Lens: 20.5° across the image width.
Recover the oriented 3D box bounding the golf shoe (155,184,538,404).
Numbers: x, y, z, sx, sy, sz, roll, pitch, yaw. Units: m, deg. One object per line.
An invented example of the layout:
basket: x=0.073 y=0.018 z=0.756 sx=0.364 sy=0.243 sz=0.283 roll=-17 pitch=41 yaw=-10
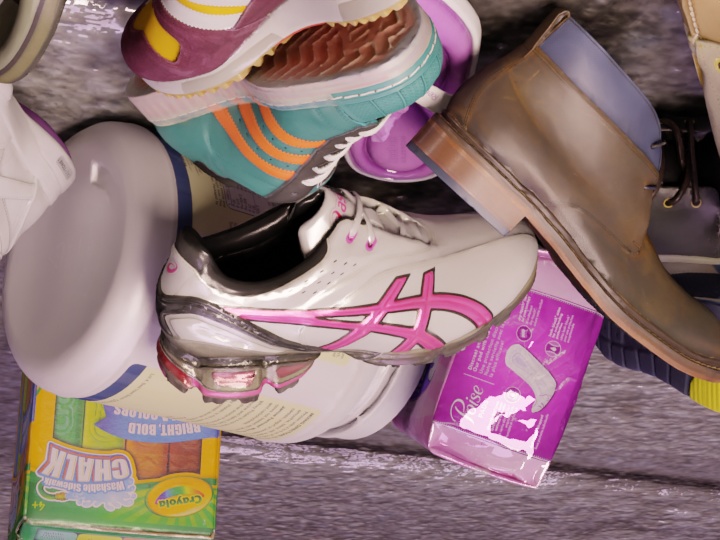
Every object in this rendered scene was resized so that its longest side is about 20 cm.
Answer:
golf shoe: x=0.000 y=0.000 z=0.950 sx=0.200 sy=0.073 sz=0.092 roll=-15 pitch=135 yaw=-22

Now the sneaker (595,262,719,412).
sneaker: x=0.184 y=0.019 z=1.085 sx=0.082 sy=0.074 sz=0.200 roll=-13 pitch=-154 yaw=-22

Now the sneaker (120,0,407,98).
sneaker: x=-0.051 y=-0.135 z=0.803 sx=0.090 sy=0.075 sz=0.200 roll=40 pitch=146 yaw=-25

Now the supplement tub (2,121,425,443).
supplement tub: x=-0.073 y=0.013 z=1.066 sx=0.200 sy=0.145 sz=0.145 roll=17 pitch=154 yaw=-37

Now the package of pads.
package of pads: x=0.074 y=0.049 z=1.113 sx=0.075 sy=0.121 sz=0.200 roll=20 pitch=178 yaw=-4

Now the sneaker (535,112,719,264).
sneaker: x=0.151 y=-0.047 z=0.997 sx=0.200 sy=0.075 sz=0.106 roll=-13 pitch=158 yaw=35

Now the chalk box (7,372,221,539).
chalk box: x=-0.161 y=0.129 z=1.295 sx=0.124 sy=0.201 sz=0.124 roll=5 pitch=159 yaw=-13

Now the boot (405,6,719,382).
boot: x=0.125 y=-0.032 z=0.935 sx=0.200 sy=0.097 sz=0.075 roll=38 pitch=-174 yaw=-22

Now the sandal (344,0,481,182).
sandal: x=0.020 y=-0.082 z=0.946 sx=0.082 sy=0.050 sz=0.203 roll=-4 pitch=157 yaw=7

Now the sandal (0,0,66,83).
sandal: x=-0.128 y=-0.147 z=0.767 sx=0.057 sy=0.080 sz=0.201 roll=21 pitch=150 yaw=-5

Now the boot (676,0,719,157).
boot: x=0.181 y=-0.056 z=0.860 sx=0.072 sy=0.155 sz=0.200 roll=-8 pitch=160 yaw=20

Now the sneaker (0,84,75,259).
sneaker: x=-0.202 y=-0.057 z=0.931 sx=0.075 sy=0.100 sz=0.200 roll=28 pitch=166 yaw=28

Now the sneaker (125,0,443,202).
sneaker: x=-0.021 y=-0.074 z=0.876 sx=0.080 sy=0.071 sz=0.200 roll=49 pitch=154 yaw=-26
